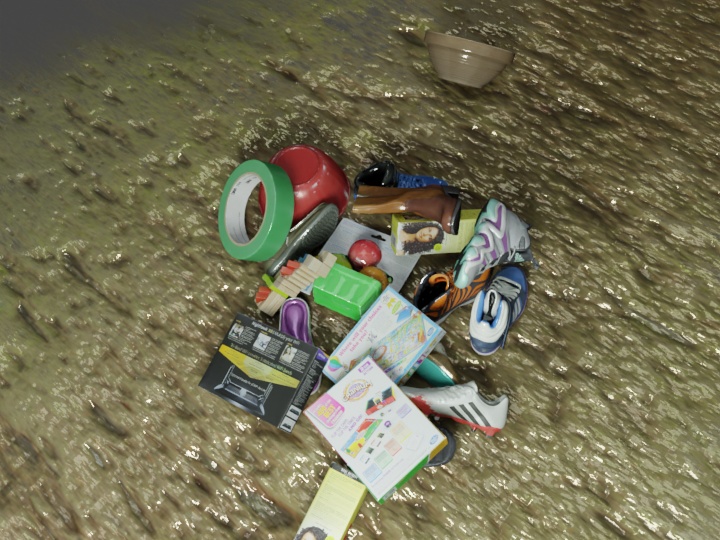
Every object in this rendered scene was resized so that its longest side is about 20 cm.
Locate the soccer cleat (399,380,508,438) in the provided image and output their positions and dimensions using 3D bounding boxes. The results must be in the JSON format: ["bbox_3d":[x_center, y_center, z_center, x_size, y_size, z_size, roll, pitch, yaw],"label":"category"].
[{"bbox_3d":[0.165,0.227,1.356,0.200,0.069,0.085,19,95,-1],"label":"soccer cleat"}]

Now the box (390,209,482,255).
[{"bbox_3d":[0.162,-0.075,1.503,0.200,0.075,0.050,-5,28,-11],"label":"box"}]

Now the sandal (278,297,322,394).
[{"bbox_3d":[-0.125,0.140,1.465,0.082,0.050,0.203,-13,63,-1],"label":"sandal"}]

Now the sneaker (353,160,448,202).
[{"bbox_3d":[0.083,-0.174,1.569,0.200,0.111,0.077,-4,63,4],"label":"sneaker"}]

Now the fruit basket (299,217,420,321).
[{"bbox_3d":[0.000,0.000,1.517,0.185,0.094,0.200,22,52,16],"label":"fruit basket"}]

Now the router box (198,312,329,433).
[{"bbox_3d":[-0.179,0.185,1.411,0.200,0.052,0.157,21,76,30],"label":"router box"}]

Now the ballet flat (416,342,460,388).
[{"bbox_3d":[0.110,0.154,1.435,0.200,0.068,0.072,25,49,21],"label":"ballet flat"}]

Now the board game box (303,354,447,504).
[{"bbox_3d":[0.024,0.264,1.296,0.153,0.040,0.200,-40,64,-9],"label":"board game box"}]

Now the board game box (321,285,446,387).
[{"bbox_3d":[0.039,0.145,1.387,0.134,0.034,0.200,40,90,26],"label":"board game box"}]

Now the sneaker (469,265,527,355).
[{"bbox_3d":[0.260,0.052,1.416,0.081,0.146,0.200,22,68,16],"label":"sneaker"}]

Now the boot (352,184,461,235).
[{"bbox_3d":[0.085,-0.122,1.436,0.200,0.069,0.188,3,32,1],"label":"boot"}]

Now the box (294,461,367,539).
[{"bbox_3d":[-0.058,0.430,1.293,0.075,0.050,0.200,22,72,15],"label":"box"}]

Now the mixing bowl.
[{"bbox_3d":[-0.126,-0.187,1.600,0.200,0.108,0.200,-3,63,5],"label":"mixing bowl"}]

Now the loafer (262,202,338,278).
[{"bbox_3d":[-0.127,-0.067,1.544,0.200,0.075,0.070,-45,60,-1],"label":"loafer"}]

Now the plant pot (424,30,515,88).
[{"bbox_3d":[0.229,-0.457,1.686,0.201,0.201,0.093,20,108,15],"label":"plant pot"}]

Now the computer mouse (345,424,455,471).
[{"bbox_3d":[0.071,0.288,1.375,0.200,0.046,0.141,-10,66,14],"label":"computer mouse"}]

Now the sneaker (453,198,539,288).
[{"bbox_3d":[0.262,-0.028,1.416,0.140,0.078,0.200,29,65,-1],"label":"sneaker"}]

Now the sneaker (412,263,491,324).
[{"bbox_3d":[0.177,0.025,1.457,0.078,0.112,0.200,40,73,22],"label":"sneaker"}]

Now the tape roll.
[{"bbox_3d":[-0.211,-0.119,1.537,0.200,0.048,0.201,-10,77,46],"label":"tape roll"}]

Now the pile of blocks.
[{"bbox_3d":[-0.139,0.006,1.472,0.200,0.062,0.082,-35,42,24],"label":"pile of blocks"}]
